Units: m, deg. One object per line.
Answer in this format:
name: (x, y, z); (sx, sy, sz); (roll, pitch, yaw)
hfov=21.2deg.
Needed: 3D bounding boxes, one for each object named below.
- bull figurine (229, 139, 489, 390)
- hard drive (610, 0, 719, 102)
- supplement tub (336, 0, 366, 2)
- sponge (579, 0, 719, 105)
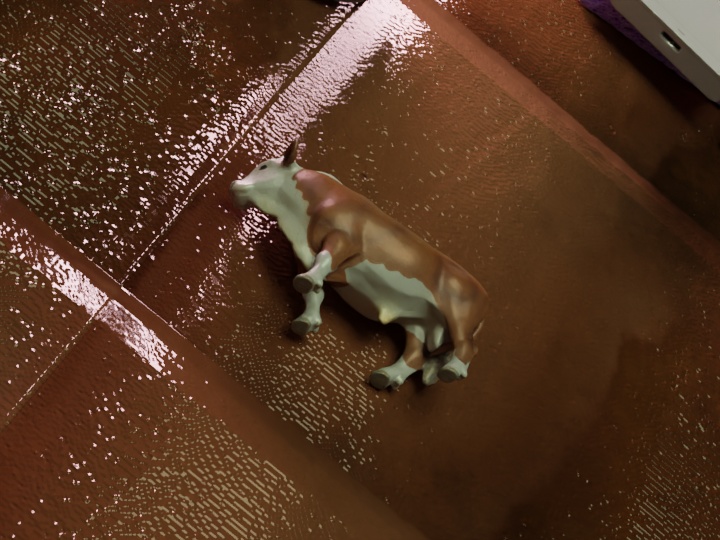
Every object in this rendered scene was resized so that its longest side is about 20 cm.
bull figurine: (0.000, 0.000, 1.275); (0.199, 0.065, 0.122); (29, 44, -13)
hard drive: (0.313, -0.238, 1.744); (0.132, 0.026, 0.200); (44, 39, 3)
supplement tub: (0.012, -0.319, 1.469); (0.144, 0.200, 0.145); (23, 42, -22)
sponge: (0.294, -0.223, 1.758); (0.199, 0.030, 0.112); (35, 39, -9)
